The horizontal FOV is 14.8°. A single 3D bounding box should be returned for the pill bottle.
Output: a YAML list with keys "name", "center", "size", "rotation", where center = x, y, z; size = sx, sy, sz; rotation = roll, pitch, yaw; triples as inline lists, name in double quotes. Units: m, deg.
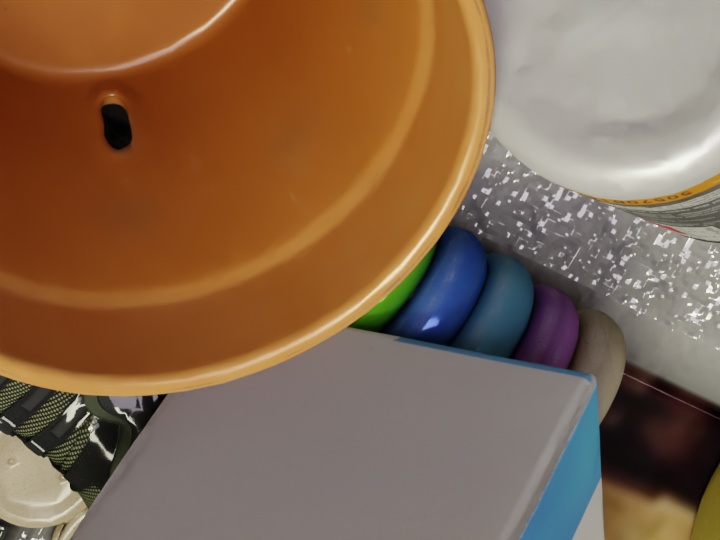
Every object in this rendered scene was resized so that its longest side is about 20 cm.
- name: "pill bottle"
  center: [0.116, -0.070, 0.935]
  size: [0.116, 0.200, 0.117]
  rotation: [-3, 83, 22]

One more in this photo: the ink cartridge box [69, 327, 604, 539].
- name: "ink cartridge box"
  center: [0.000, 0.144, 0.995]
  size: [0.146, 0.146, 0.201]
  rotation: [10, 130, 21]

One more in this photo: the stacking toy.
- name: "stacking toy"
  center: [0.000, 0.000, 1.023]
  size: [0.200, 0.085, 0.085]
  rotation: [37, 103, -15]

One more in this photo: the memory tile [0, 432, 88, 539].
- name: "memory tile"
  center: [-0.180, 0.084, 1.066]
  size: [0.153, 0.017, 0.200]
  rotation: [-35, 113, 7]

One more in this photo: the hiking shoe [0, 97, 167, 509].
- name: "hiking shoe"
  center: [-0.118, 0.028, 1.015]
  size: [0.100, 0.076, 0.201]
  rotation: [-7, 119, 11]

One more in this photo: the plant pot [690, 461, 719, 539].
- name: "plant pot"
  center: [0.241, 0.149, 1.053]
  size: [0.199, 0.189, 0.202]
  rotation: [-3, 113, -7]

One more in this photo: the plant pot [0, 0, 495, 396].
- name: "plant pot"
  center: [-0.072, -0.082, 0.866]
  size: [0.199, 0.140, 0.201]
  rotation: [-10, 130, -12]
